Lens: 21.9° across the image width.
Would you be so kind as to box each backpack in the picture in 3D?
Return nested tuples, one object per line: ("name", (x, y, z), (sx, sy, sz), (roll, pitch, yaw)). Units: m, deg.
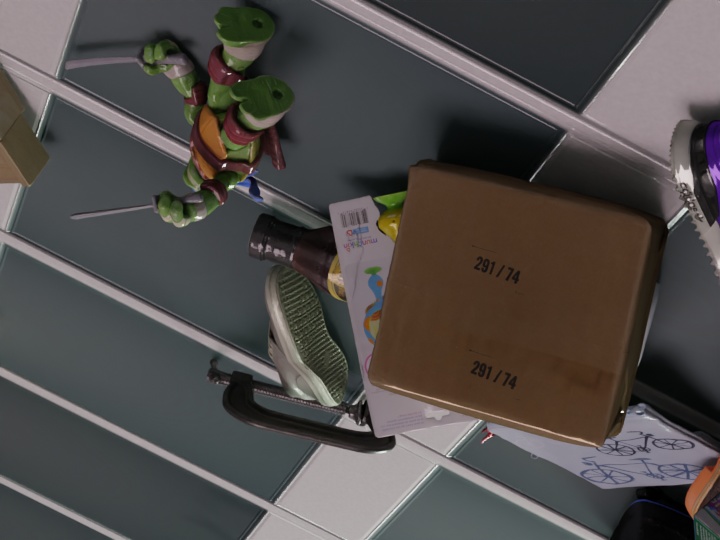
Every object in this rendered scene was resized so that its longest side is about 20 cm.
("backpack", (0.330, 0.322, 1.812), (0.199, 0.135, 0.183), (19, 149, 2))

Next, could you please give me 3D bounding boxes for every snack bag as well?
("snack bag", (0.237, 0.159, 1.695), (0.188, 0.021, 0.200), (-10, 152, 44))

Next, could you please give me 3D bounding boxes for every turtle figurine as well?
("turtle figurine", (-0.143, -0.118, 1.481), (0.200, 0.144, 0.194), (27, 144, -11))

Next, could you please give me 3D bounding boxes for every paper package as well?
("paper package", (0.123, 0.025, 1.461), (0.199, 0.191, 0.103), (14, -175, 15))

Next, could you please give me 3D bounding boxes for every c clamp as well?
("c clamp", (-0.060, 0.131, 1.829), (0.199, 0.027, 0.171), (16, -168, -1))

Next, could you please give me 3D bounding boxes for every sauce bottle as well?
("sauce bottle", (0.000, 0.000, 1.626), (0.199, 0.066, 0.066), (16, 147, 10))

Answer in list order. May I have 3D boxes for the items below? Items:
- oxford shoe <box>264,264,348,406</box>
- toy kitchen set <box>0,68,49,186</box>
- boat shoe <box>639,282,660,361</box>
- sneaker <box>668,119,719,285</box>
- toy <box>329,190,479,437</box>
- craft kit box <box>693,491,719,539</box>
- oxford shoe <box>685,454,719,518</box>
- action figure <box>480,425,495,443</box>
("oxford shoe", (-0.063, 0.065, 1.754), (0.058, 0.075, 0.200), (6, 148, 21))
("toy kitchen set", (-0.417, -0.114, 1.623), (0.163, 0.181, 0.200), (1, 137, 33))
("boat shoe", (0.187, 0.061, 1.585), (0.091, 0.071, 0.200), (19, 149, 0))
("sneaker", (0.308, -0.035, 1.376), (0.099, 0.070, 0.200), (-6, 137, 35))
("toy", (0.051, 0.030, 1.563), (0.115, 0.047, 0.201), (-11, 94, 19))
("craft kit box", (0.368, 0.210, 1.577), (0.048, 0.197, 0.200), (38, 158, 34))
("oxford shoe", (0.347, 0.171, 1.606), (0.071, 0.073, 0.200), (-1, 135, -18))
("action figure", (0.117, 0.120, 1.742), (0.200, 0.052, 0.065), (-10, 130, 38))
